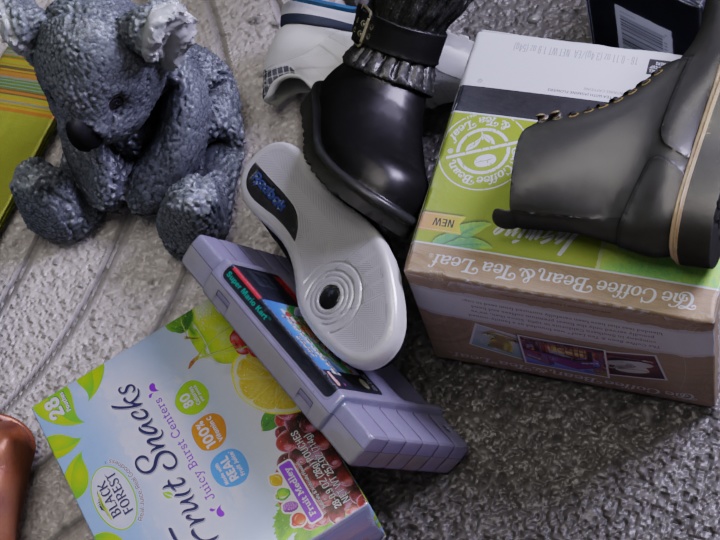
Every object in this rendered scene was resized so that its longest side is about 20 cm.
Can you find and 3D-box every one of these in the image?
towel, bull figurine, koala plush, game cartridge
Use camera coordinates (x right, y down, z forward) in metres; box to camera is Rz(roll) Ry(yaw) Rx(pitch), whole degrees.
[{"bbox_3d":[-0.293,-0.105,1.230,0.086,0.018,0.201,11,66,26],"label":"towel"},{"bbox_3d":[-0.280,0.186,1.024,0.121,0.065,0.201,14,52,-16],"label":"bull figurine"},{"bbox_3d":[-0.181,-0.136,1.110,0.177,0.200,0.184,7,63,18],"label":"koala plush"},{"bbox_3d":[-0.024,0.054,1.008,0.038,0.130,0.200,-49,60,11],"label":"game cartridge"}]

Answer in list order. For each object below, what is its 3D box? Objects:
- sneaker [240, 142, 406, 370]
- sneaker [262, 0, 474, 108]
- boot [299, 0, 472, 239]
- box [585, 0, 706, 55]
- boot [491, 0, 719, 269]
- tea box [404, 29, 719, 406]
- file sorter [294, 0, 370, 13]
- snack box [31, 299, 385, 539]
[{"bbox_3d":[0.000,0.000,1.028,0.073,0.112,0.200,-40,51,12],"label":"sneaker"},{"bbox_3d":[0.020,-0.148,1.151,0.199,0.076,0.081,13,77,25],"label":"sneaker"},{"bbox_3d":[0.030,-0.132,1.019,0.158,0.079,0.211,-52,29,20],"label":"boot"},{"bbox_3d":[0.261,-0.231,1.084,0.104,0.148,0.200,33,72,28],"label":"box"},{"bbox_3d":[0.168,-0.105,0.926,0.138,0.078,0.201,9,63,22],"label":"boot"},{"bbox_3d":[0.157,-0.036,1.008,0.199,0.134,0.197,9,65,18],"label":"tea box"},{"bbox_3d":[-0.004,-0.304,1.168,0.138,0.123,0.200,16,43,23],"label":"file sorter"},{"bbox_3d":[-0.105,0.136,1.016,0.168,0.068,0.200,-31,57,-4],"label":"snack box"}]
